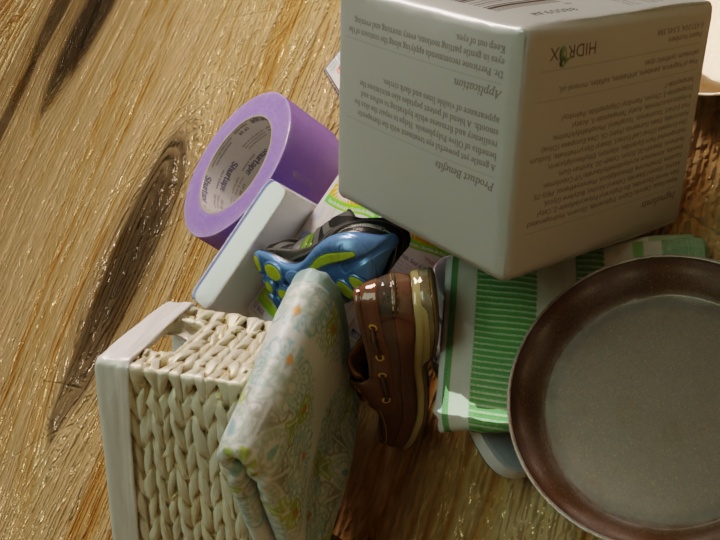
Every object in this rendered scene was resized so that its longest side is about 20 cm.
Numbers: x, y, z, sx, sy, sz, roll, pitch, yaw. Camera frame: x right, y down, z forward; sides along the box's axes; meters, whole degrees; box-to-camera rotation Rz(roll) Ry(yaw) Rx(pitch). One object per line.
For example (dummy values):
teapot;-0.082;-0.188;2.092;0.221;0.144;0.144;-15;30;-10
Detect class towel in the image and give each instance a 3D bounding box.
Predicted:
towel;0.153;0.047;0.698;0.198;0.023;0.154;-5;58;22
towel;-0.045;0.125;0.748;0.048;0.201;0.172;5;48;15

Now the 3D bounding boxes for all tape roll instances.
tape roll;-0.122;-0.110;1.169;0.199;0.085;0.201;-32;42;34

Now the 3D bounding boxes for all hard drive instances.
hard drive;-0.082;-0.012;0.964;0.025;0.200;0.132;36;94;18

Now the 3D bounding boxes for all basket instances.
basket;-0.124;0.142;0.786;0.122;0.202;0.136;4;20;16

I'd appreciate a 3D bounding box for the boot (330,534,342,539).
boot;-0.036;0.322;0.752;0.145;0.070;0.201;-55;29;14

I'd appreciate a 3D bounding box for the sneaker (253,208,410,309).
sneaker;-0.026;-0.005;0.817;0.082;0.071;0.199;-32;10;-33

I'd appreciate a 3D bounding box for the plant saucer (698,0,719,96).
plant saucer;0.316;-0.214;0.744;0.199;0.035;0.202;-32;42;34

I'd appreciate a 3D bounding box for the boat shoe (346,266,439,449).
boat shoe;0.022;0.074;0.773;0.201;0.067;0.072;92;175;-47

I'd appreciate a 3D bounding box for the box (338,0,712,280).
box;0.114;-0.122;0.715;0.198;0.199;0.173;31;127;47

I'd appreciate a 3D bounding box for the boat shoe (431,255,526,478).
boat shoe;0.097;0.083;0.774;0.066;0.073;0.201;112;155;-47

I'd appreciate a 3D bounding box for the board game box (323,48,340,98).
board game box;0.068;-0.238;0.994;0.200;0.097;0.160;-49;24;13

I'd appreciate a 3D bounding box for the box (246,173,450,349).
box;0.000;0.000;0.915;0.201;0.101;0.112;-55;35;5

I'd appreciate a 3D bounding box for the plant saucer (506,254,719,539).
plant saucer;0.195;0.084;0.620;0.198;0.032;0.202;-12;56;18
